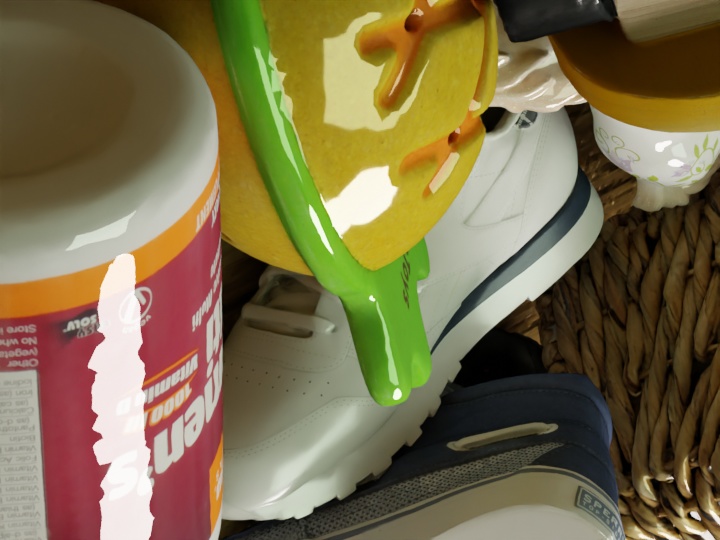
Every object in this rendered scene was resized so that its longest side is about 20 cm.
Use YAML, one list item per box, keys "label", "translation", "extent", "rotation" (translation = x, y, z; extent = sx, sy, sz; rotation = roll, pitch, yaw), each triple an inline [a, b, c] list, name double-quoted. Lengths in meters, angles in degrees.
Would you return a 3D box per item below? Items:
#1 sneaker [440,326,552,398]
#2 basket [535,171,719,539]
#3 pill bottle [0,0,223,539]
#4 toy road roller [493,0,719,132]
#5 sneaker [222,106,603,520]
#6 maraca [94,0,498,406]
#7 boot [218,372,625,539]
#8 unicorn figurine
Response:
- label: "sneaker"
  translation: [0.006, 0.087, 1.042]
  extent: [0.200, 0.071, 0.098]
  rotation: [-34, 129, -32]
- label: "basket"
  translation: [0.181, 0.049, 1.074]
  extent: [0.200, 0.149, 0.143]
  rotation: [21, 53, -50]
- label: "pill bottle"
  translation: [-0.091, 0.035, 0.783]
  extent: [0.110, 0.109, 0.200]
  rotation: [-39, 144, -38]
- label: "toy road roller"
  translation: [0.086, -0.131, 0.842]
  extent: [0.146, 0.123, 0.200]
  rotation: [61, 16, -62]
- label: "sneaker"
  translation: [0.000, 0.000, 0.968]
  extent: [0.200, 0.076, 0.081]
  rotation: [-48, 136, -33]
- label: "maraca"
  translation: [-0.011, -0.052, 0.830]
  extent: [0.137, 0.107, 0.200]
  rotation: [-85, 160, -44]
- label: "boot"
  translation: [-0.007, 0.098, 0.969]
  extent: [0.090, 0.200, 0.073]
  rotation: [-81, 150, -61]
- label: "unicorn figurine"
  translation: [0.087, -0.083, 0.949]
  extent: [0.137, 0.074, 0.200]
  rotation: [-51, 133, -11]
